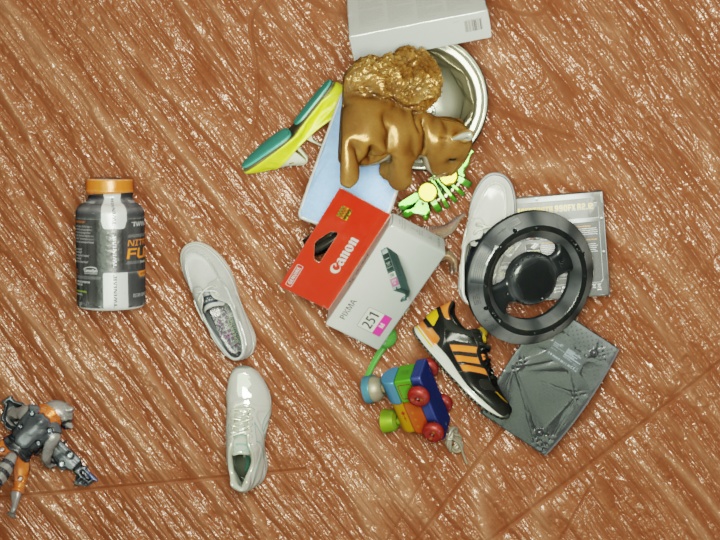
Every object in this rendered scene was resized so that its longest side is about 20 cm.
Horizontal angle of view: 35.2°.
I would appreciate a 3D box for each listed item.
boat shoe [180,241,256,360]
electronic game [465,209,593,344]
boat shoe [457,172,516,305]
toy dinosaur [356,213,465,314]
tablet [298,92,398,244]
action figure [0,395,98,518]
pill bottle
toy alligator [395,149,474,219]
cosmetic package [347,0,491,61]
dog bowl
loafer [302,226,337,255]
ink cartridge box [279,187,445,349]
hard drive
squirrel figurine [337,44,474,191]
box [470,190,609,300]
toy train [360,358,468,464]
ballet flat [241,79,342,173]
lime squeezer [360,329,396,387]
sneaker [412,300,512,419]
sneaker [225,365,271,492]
[{"bbox_3d":[-0.226,0.050,1.758,0.072,0.069,0.200,-20,94,7],"label":"boat shoe"},{"bbox_3d":[0.247,0.011,1.648,0.199,0.042,0.201,-4,105,-16],"label":"electronic game"},{"bbox_3d":[0.187,-0.044,1.663,0.073,0.065,0.201,8,97,6],"label":"boat shoe"},{"bbox_3d":[0.062,-0.030,1.692,0.135,0.086,0.200,40,121,-18],"label":"toy dinosaur"},{"bbox_3d":[-0.001,-0.150,1.661,0.130,0.014,0.200,20,90,4],"label":"tablet"},{"bbox_3d":[-0.509,0.292,1.784,0.200,0.105,0.194,36,70,-4],"label":"action figure"},{"bbox_3d":[-0.385,-0.043,1.746,0.106,0.106,0.201,1,96,5],"label":"pill bottle"},{"bbox_3d":[0.104,-0.105,1.716,0.200,0.059,0.054,-39,91,8],"label":"toy alligator"},{"bbox_3d":[0.082,-0.379,1.648,0.199,0.151,0.052,-9,135,7],"label":"cosmetic package"},{"bbox_3d":[0.090,-0.250,1.696,0.199,0.074,0.201,0,95,5],"label":"dog bowl"},{"bbox_3d":[-0.019,-0.101,1.729,0.200,0.073,0.071,-43,85,0],"label":"loafer"},{"bbox_3d":[0.000,0.000,1.644,0.173,0.044,0.200,26,120,-13],"label":"ink cartridge box"},{"bbox_3d":[0.287,0.166,1.734,0.135,0.042,0.200,33,99,2],"label":"hard drive"},{"bbox_3d":[0.066,-0.211,1.577,0.186,0.142,0.201,2,103,-3],"label":"squirrel figurine"},{"bbox_3d":[0.270,-0.034,1.713,0.199,0.048,0.159,-5,94,6],"label":"box"},{"bbox_3d":[0.082,0.233,1.751,0.115,0.085,0.200,-9,120,23],"label":"toy train"},{"bbox_3d":[-0.090,-0.202,1.727,0.200,0.067,0.067,-43,112,6],"label":"ballet flat"},{"bbox_3d":[0.021,0.080,1.762,0.070,0.038,0.201,-5,97,37],"label":"lime squeezer"},{"bbox_3d":[0.171,0.132,1.711,0.090,0.070,0.200,-45,71,4],"label":"sneaker"},{"bbox_3d":[-0.177,0.249,1.770,0.070,0.080,0.201,-2,94,7],"label":"sneaker"}]
